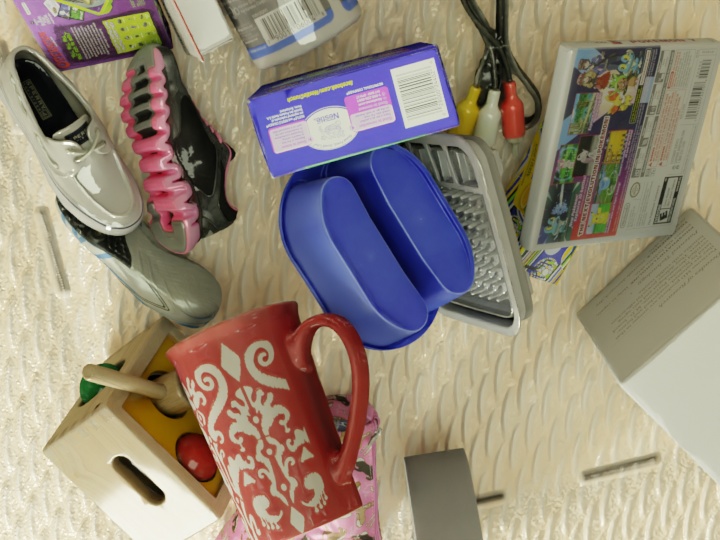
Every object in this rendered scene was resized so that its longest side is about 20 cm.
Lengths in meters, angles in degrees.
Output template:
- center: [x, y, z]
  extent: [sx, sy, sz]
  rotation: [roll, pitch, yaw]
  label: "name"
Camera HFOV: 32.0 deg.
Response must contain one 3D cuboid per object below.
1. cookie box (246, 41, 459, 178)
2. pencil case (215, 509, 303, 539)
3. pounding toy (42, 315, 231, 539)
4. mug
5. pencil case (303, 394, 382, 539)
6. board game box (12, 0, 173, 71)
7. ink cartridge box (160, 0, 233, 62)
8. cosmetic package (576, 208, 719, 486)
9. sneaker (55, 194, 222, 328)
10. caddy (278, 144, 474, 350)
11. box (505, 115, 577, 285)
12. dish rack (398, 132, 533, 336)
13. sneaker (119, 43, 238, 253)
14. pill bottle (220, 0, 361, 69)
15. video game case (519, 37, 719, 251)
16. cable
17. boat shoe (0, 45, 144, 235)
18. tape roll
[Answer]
- center: [-0.007, -0.151, 1.137]
  extent: [0.170, 0.200, 0.076]
  rotation: [-15, 101, 3]
  label: "cookie box"
- center: [-0.110, 0.277, 1.293]
  extent: [0.083, 0.086, 0.200]
  rotation: [44, 127, 17]
  label: "pencil case"
- center: [-0.201, 0.144, 1.212]
  extent: [0.142, 0.184, 0.200]
  rotation: [-34, 107, 29]
  label: "pounding toy"
- center: [-0.074, 0.139, 1.144]
  extent: [0.133, 0.177, 0.201]
  rotation: [-16, 80, -35]
  label: "mug"
- center: [-0.020, 0.234, 1.323]
  extent: [0.082, 0.086, 0.201]
  rotation: [-13, 111, -32]
  label: "pencil case"
- center: [-0.248, -0.251, 1.117]
  extent: [0.119, 0.200, 0.032]
  rotation: [-15, 66, -1]
  label: "board game box"
- center: [-0.173, -0.285, 1.102]
  extent: [0.045, 0.176, 0.201]
  rotation: [-27, 107, -6]
  label: "ink cartridge box"
- center: [0.341, 0.074, 1.225]
  extent: [0.166, 0.200, 0.167]
  rotation: [-44, 105, 10]
  label: "cosmetic package"
- center: [-0.226, -0.013, 1.247]
  extent: [0.200, 0.072, 0.072]
  rotation: [41, 143, -4]
  label: "sneaker"
- center: [0.012, -0.023, 1.174]
  extent: [0.141, 0.105, 0.201]
  rotation: [-36, 99, -30]
  label: "caddy"
- center: [0.200, -0.092, 1.228]
  extent: [0.070, 0.064, 0.201]
  rotation: [16, 107, -35]
  label: "box"
- center: [0.100, -0.044, 1.209]
  extent: [0.043, 0.171, 0.201]
  rotation: [-24, 108, -24]
  label: "dish rack"
- center: [-0.168, -0.122, 1.215]
  extent: [0.095, 0.079, 0.201]
  rotation: [-21, 108, -36]
  label: "sneaker"
- center: [-0.091, -0.296, 1.137]
  extent: [0.113, 0.114, 0.201]
  rotation: [-26, 106, 6]
  label: "pill bottle"
- center: [0.245, -0.119, 1.184]
  extent: [0.181, 0.023, 0.201]
  rotation: [-7, 120, -28]
  label: "video game case"
- center: [0.133, -0.195, 1.191]
  extent: [0.096, 0.050, 0.201]
  rotation: [-2, 126, -4]
  label: "cable"
- center: [-0.270, -0.124, 1.184]
  extent: [0.072, 0.066, 0.201]
  rotation: [-32, 91, -24]
  label: "boat shoe"
- center: [0.089, 0.286, 1.280]
  extent: [0.066, 0.200, 0.202]
  rotation: [-9, 108, 0]
  label: "tape roll"
